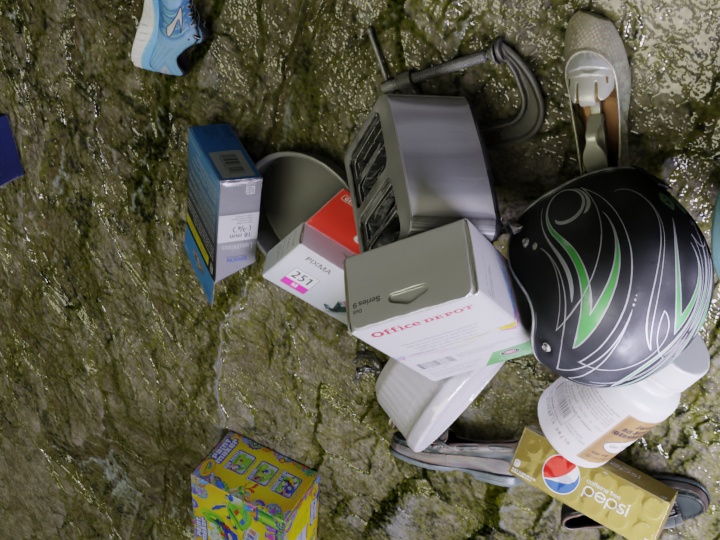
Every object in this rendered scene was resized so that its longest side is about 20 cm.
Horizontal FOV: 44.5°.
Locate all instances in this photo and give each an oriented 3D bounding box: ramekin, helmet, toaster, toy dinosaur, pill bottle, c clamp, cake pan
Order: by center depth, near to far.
[{"bbox_3d":[0.256,0.016,0.891,0.200,0.198,0.193,-42,53,42],"label":"helmet"},{"bbox_3d":[0.068,-0.082,0.977,0.200,0.117,0.184,129,136,-57],"label":"toaster"},{"bbox_3d":[0.109,-0.210,1.005,0.197,0.027,0.173,-3,117,34],"label":"c clamp"},{"bbox_3d":[0.310,0.139,1.041,0.114,0.114,0.201,40,132,4],"label":"pill bottle"},{"bbox_3d":[0.104,0.126,1.118,0.094,0.201,0.204,42,133,17],"label":"ramekin"},{"bbox_3d":[-0.070,-0.074,1.198,0.198,0.037,0.203,16,126,23],"label":"cake pan"},{"bbox_3d":[0.034,0.142,1.259,0.087,0.048,0.202,7,130,7],"label":"toy dinosaur"}]

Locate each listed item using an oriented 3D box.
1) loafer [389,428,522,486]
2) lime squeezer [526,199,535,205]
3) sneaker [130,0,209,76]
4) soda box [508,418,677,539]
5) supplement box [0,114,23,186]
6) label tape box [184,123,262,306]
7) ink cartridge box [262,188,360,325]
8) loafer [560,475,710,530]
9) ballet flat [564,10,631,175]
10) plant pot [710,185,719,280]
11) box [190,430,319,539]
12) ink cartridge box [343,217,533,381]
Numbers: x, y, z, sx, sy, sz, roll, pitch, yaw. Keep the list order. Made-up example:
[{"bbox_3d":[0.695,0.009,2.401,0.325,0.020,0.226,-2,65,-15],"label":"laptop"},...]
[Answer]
[{"bbox_3d":[0.139,0.251,1.255,0.197,0.072,0.064,10,102,19],"label":"loafer"},{"bbox_3d":[0.258,0.005,1.015,0.070,0.038,0.203,-18,86,0],"label":"lime squeezer"},{"bbox_3d":[-0.228,-0.335,1.124,0.089,0.079,0.201,23,135,-7],"label":"sneaker"},{"bbox_3d":[0.295,0.269,1.123,0.198,0.064,0.069,25,103,26],"label":"soda box"},{"bbox_3d":[-0.678,-0.198,1.456,0.197,0.109,0.111,12,125,26],"label":"supplement box"},{"bbox_3d":[-0.192,-0.077,1.211,0.145,0.062,0.202,-124,34,-44],"label":"label tape box"},{"bbox_3d":[0.000,0.000,1.144,0.198,0.044,0.173,31,137,-24],"label":"ink cartridge box"},{"bbox_3d":[0.358,0.319,1.159,0.198,0.063,0.073,-14,112,38],"label":"loafer"},{"bbox_3d":[0.249,-0.167,0.919,0.067,0.062,0.203,-2,117,32],"label":"ballet flat"},{"bbox_3d":[0.438,-0.037,0.810,0.186,0.199,0.203,11,126,44],"label":"plant pot"},{"bbox_3d":[-0.183,0.422,1.529,0.190,0.122,0.202,21,128,20],"label":"box"},{"bbox_3d":[0.091,0.038,0.927,0.143,0.089,0.199,-18,153,24],"label":"ink cartridge box"}]
